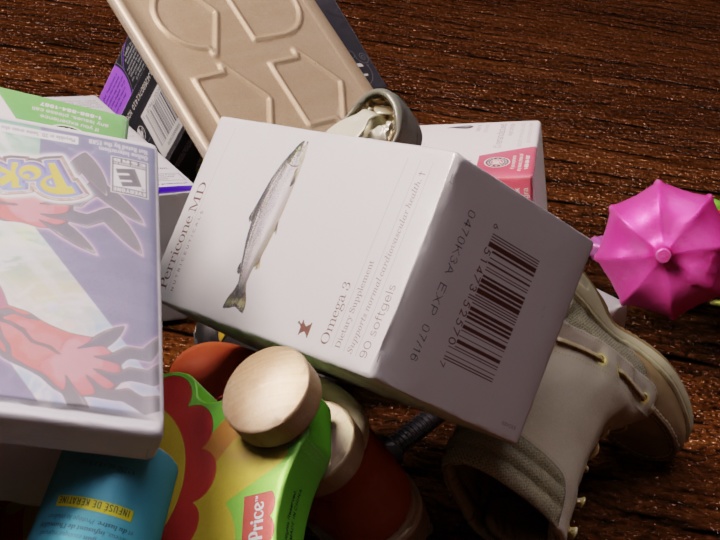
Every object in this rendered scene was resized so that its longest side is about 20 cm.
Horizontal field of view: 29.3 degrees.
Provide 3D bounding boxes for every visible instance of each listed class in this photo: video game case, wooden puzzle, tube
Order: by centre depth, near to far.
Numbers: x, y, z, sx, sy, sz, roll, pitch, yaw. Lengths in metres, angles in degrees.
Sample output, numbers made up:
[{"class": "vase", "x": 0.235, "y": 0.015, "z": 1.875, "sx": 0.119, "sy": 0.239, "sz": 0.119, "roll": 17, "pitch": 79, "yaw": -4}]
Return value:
[{"class": "tube", "x": -0.125, "y": 0.164, "z": 0.554, "sx": 0.077, "sy": 0.050, "sz": 0.201, "roll": 8, "pitch": 59, "yaw": 8}, {"class": "video game case", "x": -0.185, "y": -0.008, "z": 0.597, "sx": 0.199, "sy": 0.023, "sz": 0.183, "roll": 10, "pitch": 44, "yaw": -20}, {"class": "wooden puzzle", "x": -0.088, "y": -0.156, "z": 1.053, "sx": 0.200, "sy": 0.046, "sz": 0.186, "roll": -17, "pitch": 69, "yaw": -44}]

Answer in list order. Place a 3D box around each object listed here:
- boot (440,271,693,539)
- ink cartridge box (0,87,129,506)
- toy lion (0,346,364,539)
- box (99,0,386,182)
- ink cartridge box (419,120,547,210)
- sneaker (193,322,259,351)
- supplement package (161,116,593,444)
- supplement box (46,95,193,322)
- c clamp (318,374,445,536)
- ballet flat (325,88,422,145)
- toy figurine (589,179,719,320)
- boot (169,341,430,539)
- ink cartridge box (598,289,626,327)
[{"class": "boot", "x": 0.123, "y": 0.101, "z": 0.806, "sx": 0.072, "sy": 0.200, "sz": 0.155, "roll": -10, "pitch": 48, "yaw": 39}, {"class": "ink cartridge box", "x": -0.195, "y": 0.001, "z": 0.667, "sx": 0.145, "sy": 0.088, "sz": 0.201, "roll": 13, "pitch": 44, "yaw": -16}, {"class": "toy lion", "x": -0.096, "y": 0.128, "z": 0.637, "sx": 0.191, "sy": 0.069, "sz": 0.201, "roll": -16, "pitch": 49, "yaw": 19}, {"class": "box", "x": -0.100, "y": -0.146, "z": 1.162, "sx": 0.199, "sy": 0.122, "sz": 0.106, "roll": -14, "pitch": 65, "yaw": -38}, {"class": "ink cartridge box", "x": 0.040, "y": -0.056, "z": 1.068, "sx": 0.199, "sy": 0.085, "sz": 0.146, "roll": -3, "pitch": 22, "yaw": 11}, {"class": "sneaker", "x": -0.016, "y": 0.004, "z": 0.889, "sx": 0.200, "sy": 0.070, "sz": 0.090, "roll": -28, "pitch": 9, "yaw": -13}, {"class": "supplement package", "x": 0.000, "y": 0.000, "z": 0.738, "sx": 0.117, "sy": 0.117, "sz": 0.200, "roll": 26, "pitch": -8, "yaw": -40}, {"class": "supplement box", "x": -0.204, "y": -0.047, "z": 0.992, "sx": 0.103, "sy": 0.102, "sz": 0.200, "roll": -7, "pitch": 30, "yaw": -32}, {"class": "c clamp", "x": 0.039, "y": 0.075, "z": 0.854, "sx": 0.170, "sy": 0.027, "sz": 0.200, "roll": 19, "pitch": 45, "yaw": 39}, {"class": "ballet flat", "x": -0.035, "y": -0.046, "z": 0.958, "sx": 0.067, "sy": 0.064, "sz": 0.200, "roll": 33, "pitch": 78, "yaw": 34}, {"class": "toy figurine", "x": 0.242, "y": -0.019, "z": 1.022, "sx": 0.183, "sy": 0.151, "sz": 0.200, "roll": 2, "pitch": 2, "yaw": -35}, {"class": "boot", "x": -0.050, "y": 0.076, "z": 0.760, "sx": 0.200, "sy": 0.107, "sz": 0.075, "roll": 28, "pitch": 66, "yaw": 40}, {"class": "ink cartridge box", "x": 0.069, "y": 0.021, "z": 1.009, "sx": 0.200, "sy": 0.050, "sz": 0.161, "roll": 30, "pitch": 32, "yaw": 34}]
